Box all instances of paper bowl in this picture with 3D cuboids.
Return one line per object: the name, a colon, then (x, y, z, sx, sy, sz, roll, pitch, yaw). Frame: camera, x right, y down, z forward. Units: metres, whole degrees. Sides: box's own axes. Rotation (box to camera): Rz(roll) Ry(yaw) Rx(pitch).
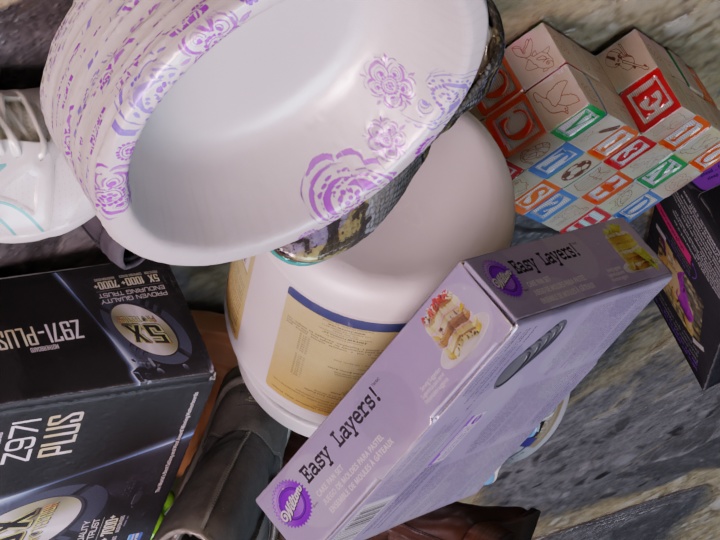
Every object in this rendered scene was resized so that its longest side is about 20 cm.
paper bowl: (-0.050, -0.104, 1.175, 0.200, 0.105, 0.201, -25, 149, -16)

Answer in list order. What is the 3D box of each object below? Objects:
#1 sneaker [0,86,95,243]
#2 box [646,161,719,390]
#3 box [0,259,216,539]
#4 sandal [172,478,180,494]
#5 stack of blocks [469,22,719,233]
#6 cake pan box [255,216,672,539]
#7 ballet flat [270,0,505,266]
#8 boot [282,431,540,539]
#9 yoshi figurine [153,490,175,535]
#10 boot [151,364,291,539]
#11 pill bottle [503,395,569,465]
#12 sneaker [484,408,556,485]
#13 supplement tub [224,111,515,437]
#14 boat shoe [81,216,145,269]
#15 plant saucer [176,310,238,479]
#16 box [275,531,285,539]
sneaker: (-0.184, -0.052, 1.201, 0.199, 0.071, 0.080, -17, 154, -25)
box: (0.274, -0.018, 1.784, 0.122, 0.106, 0.200, -24, 159, -9)
box: (-0.189, 0.095, 1.446, 0.163, 0.086, 0.200, -7, 144, -28)
sandal: (-0.103, 0.124, 1.732, 0.211, 0.078, 0.070, -23, -169, 5)
stack of blocks: (0.133, -0.084, 1.526, 0.115, 0.059, 0.200, -35, 158, 17)
cake pan box: (0.056, 0.064, 1.384, 0.184, 0.052, 0.200, -13, 148, -54)
ballet flat: (0.013, -0.084, 1.304, 0.200, 0.072, 0.072, -49, 176, -40)
boot: (0.009, 0.144, 1.664, 0.186, 0.199, 0.064, 36, 77, -76)
yoshi figurine: (-0.123, 0.223, 1.686, 0.111, 0.113, 0.201, -9, 137, -20)
boot: (-0.088, 0.168, 1.498, 0.072, 0.200, 0.183, 8, 122, 0)
pill bottle: (0.043, 0.060, 1.659, 0.120, 0.120, 0.200, -36, 157, 21)
sneaker: (0.103, 0.052, 1.582, 0.200, 0.072, 0.073, -46, 132, -38)
supplement tub: (0.000, 0.000, 1.437, 0.144, 0.145, 0.200, -21, 158, -18)
boat shoe: (-0.064, -0.074, 1.302, 0.200, 0.063, 0.073, -37, 157, 20)
plant saucer: (-0.149, 0.096, 1.601, 0.199, 0.032, 0.201, -21, 153, -11)
box: (0.011, 0.189, 1.684, 0.199, 0.121, 0.032, 12, 116, -45)
